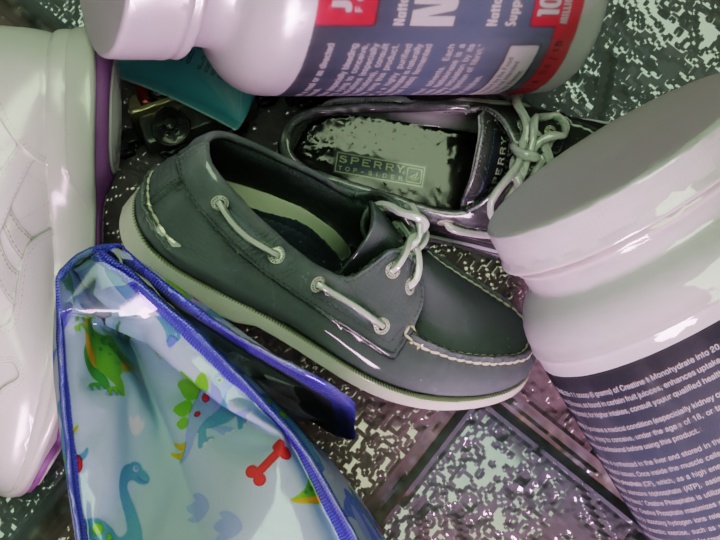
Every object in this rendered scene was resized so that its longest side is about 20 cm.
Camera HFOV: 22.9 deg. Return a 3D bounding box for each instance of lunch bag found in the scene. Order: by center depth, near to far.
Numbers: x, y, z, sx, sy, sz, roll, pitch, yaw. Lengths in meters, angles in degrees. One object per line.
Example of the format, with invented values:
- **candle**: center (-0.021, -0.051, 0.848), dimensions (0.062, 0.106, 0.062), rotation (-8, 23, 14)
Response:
- **lunch bag**: center (-0.056, 0.094, 0.706), dimensions (0.127, 0.170, 0.201), rotation (-27, 80, -5)

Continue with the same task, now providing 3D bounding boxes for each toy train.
- **toy train**: center (-0.081, -0.077, 0.804), dimensions (0.199, 0.034, 0.046), rotation (-21, 78, -6)

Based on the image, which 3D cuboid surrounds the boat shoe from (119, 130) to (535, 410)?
- **boat shoe**: center (0.000, 0.000, 0.743), dimensions (0.199, 0.062, 0.073), rotation (23, 40, -23)

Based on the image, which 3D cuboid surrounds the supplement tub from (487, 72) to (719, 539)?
- **supplement tub**: center (0.153, 0.037, 0.715), dimensions (0.140, 0.140, 0.201), rotation (-33, 101, -7)

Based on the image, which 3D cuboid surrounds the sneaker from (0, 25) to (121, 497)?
- **sneaker**: center (-0.155, -0.006, 0.755), dimensions (0.099, 0.075, 0.202), rotation (5, 96, -3)

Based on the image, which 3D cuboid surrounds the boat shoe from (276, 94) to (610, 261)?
- **boat shoe**: center (0.061, -0.045, 0.785), dimensions (0.198, 0.068, 0.074), rotation (11, 80, 0)

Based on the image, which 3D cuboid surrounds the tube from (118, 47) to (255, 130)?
- **tube**: center (-0.039, -0.160, 0.805), dimensions (0.077, 0.050, 0.201), rotation (23, 75, 23)

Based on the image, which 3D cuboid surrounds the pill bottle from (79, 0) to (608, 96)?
- **pill bottle**: center (-0.009, -0.131, 0.725), dimensions (0.198, 0.119, 0.121), rotation (-3, 79, -22)
